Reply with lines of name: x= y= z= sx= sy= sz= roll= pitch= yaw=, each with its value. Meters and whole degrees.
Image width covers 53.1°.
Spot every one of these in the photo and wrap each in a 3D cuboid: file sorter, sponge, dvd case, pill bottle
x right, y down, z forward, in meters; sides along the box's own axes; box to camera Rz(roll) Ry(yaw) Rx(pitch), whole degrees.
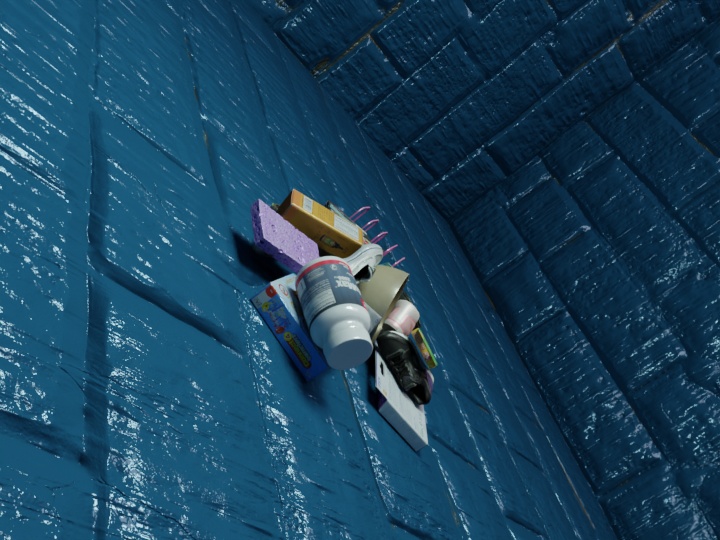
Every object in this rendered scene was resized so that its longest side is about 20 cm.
file sorter: x=0.026 y=-0.075 z=2.143 sx=0.201 sy=0.125 sz=0.139 roll=55 pitch=15 yaw=2
sponge: x=-0.151 y=-0.054 z=1.509 sx=0.200 sy=0.030 sz=0.113 roll=37 pitch=29 yaw=-43
dvd case: x=-0.030 y=-0.107 z=1.847 sx=0.146 sy=0.022 sz=0.200 roll=40 pitch=11 yaw=-16
pill bottle: x=-0.047 y=0.082 z=1.374 sx=0.119 sy=0.119 sz=0.201 roll=37 pitch=23 yaw=-46

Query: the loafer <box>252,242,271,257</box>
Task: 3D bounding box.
loafer: x=-0.180 y=-0.060 z=1.577 sx=0.069 sy=0.070 sz=0.200 roll=35 pitch=14 yaw=5

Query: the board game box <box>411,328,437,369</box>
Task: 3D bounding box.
board game box: x=0.154 y=0.188 z=1.728 sx=0.096 sy=0.030 sz=0.200 roll=64 pitch=0 yaw=9

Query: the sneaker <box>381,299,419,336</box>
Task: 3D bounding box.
sneaker: x=0.098 y=0.142 z=1.784 sx=0.075 sy=0.105 sz=0.201 roll=32 pitch=-25 yaw=13

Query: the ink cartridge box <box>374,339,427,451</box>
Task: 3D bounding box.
ink cartridge box: x=0.080 y=0.287 z=1.674 sx=0.200 sy=0.043 sz=0.197 roll=49 pitch=17 yaw=-19

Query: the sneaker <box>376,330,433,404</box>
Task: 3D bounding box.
sneaker: x=0.109 y=0.228 z=1.679 sx=0.200 sy=0.075 sz=0.088 roll=50 pitch=22 yaw=-21

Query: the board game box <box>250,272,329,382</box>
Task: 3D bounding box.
board game box: x=-0.113 y=0.106 z=1.457 sx=0.197 sy=0.056 sz=0.200 roll=55 pitch=15 yaw=3

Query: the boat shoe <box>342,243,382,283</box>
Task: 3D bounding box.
boat shoe: x=0.000 y=0.000 z=1.615 sx=0.066 sy=0.074 sz=0.199 roll=34 pitch=37 yaw=23

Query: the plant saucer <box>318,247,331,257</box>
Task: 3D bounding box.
plant saucer: x=-0.077 y=-0.074 z=1.791 sx=0.199 sy=0.035 sz=0.201 roll=35 pitch=23 yaw=-17

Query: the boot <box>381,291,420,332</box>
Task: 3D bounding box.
boot: x=0.074 y=0.095 z=1.905 sx=0.201 sy=0.130 sz=0.068 roll=60 pitch=16 yaw=21

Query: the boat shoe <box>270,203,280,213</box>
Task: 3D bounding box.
boat shoe: x=-0.181 y=-0.124 z=1.738 sx=0.072 sy=0.060 sz=0.201 roll=55 pitch=15 yaw=9

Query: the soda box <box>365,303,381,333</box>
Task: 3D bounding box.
soda box: x=-0.041 y=0.071 z=1.604 sx=0.063 sy=0.069 sz=0.200 roll=38 pitch=1 yaw=-42

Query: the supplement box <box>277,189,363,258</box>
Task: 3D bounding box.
supplement box: x=-0.090 y=-0.099 z=1.642 sx=0.199 sy=0.067 sz=0.069 roll=31 pitch=32 yaw=-21

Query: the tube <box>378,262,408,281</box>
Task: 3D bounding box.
tube: x=0.031 y=0.016 z=1.841 sx=0.077 sy=0.199 sz=0.051 roll=34 pitch=62 yaw=-32

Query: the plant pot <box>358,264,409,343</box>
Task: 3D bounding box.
plant pot: x=0.012 y=0.066 z=1.729 sx=0.133 sy=0.202 sz=0.200 roll=29 pitch=13 yaw=8
